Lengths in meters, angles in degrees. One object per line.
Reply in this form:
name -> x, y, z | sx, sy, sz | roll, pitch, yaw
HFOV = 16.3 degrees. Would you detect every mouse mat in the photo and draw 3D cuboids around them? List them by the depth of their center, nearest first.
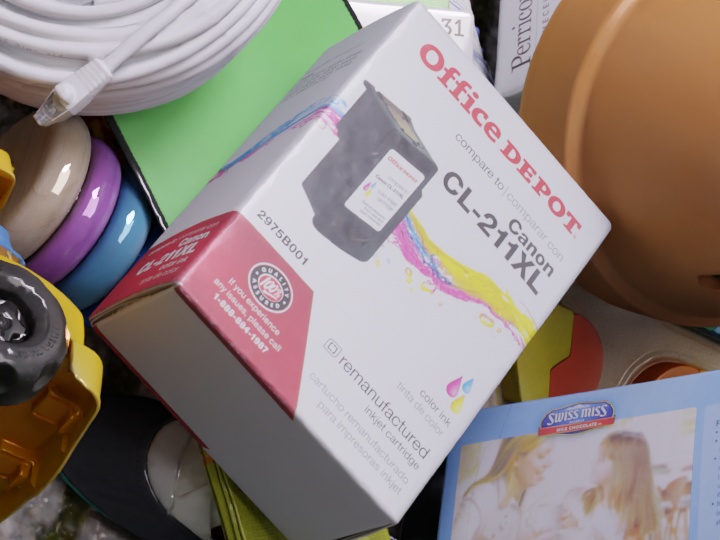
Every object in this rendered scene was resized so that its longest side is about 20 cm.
mouse mat -> -0.060, -0.098, 1.183 | 0.160, 0.008, 0.201 | -21, 79, -36

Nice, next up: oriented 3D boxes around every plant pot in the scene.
plant pot -> 0.194, -0.061, 1.181 | 0.199, 0.140, 0.201 | -8, 106, -27

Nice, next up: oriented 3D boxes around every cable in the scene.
cable -> -0.117, -0.168, 1.120 | 0.199, 0.069, 0.201 | -27, 75, -9

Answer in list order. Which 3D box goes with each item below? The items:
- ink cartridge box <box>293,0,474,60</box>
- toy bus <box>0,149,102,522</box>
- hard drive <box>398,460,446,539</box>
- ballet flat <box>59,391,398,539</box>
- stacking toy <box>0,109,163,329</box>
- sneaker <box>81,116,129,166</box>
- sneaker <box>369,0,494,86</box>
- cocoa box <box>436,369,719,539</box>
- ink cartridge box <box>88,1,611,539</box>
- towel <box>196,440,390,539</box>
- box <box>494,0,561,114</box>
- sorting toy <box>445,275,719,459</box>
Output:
ink cartridge box -> -0.016, -0.130, 1.256 | 0.145, 0.048, 0.201 | 4, 84, -14
toy bus -> -0.206, -0.011, 1.054 | 0.199, 0.136, 0.193 | 26, 42, -20
hard drive -> 0.084, 0.140, 1.286 | 0.139, 0.033, 0.201 | 30, 54, -27
ballet flat -> -0.050, 0.110, 1.165 | 0.200, 0.073, 0.073 | 35, 52, -22
stacking toy -> -0.091, 0.008, 1.178 | 0.200, 0.085, 0.086 | 36, 51, -30
sneaker -> -0.112, -0.145, 1.232 | 0.077, 0.073, 0.201 | 10, 68, -50
sneaker -> 0.047, -0.108, 1.342 | 0.200, 0.075, 0.088 | 49, 47, -12
cocoa box -> 0.148, 0.135, 1.162 | 0.131, 0.199, 0.134 | 41, 47, -45
ink cartridge box -> 0.000, 0.000, 1.117 | 0.146, 0.083, 0.200 | 47, 56, -13
towel -> -0.025, 0.103, 1.131 | 0.086, 0.018, 0.201 | -12, 83, -36
box -> 0.182, -0.127, 1.377 | 0.200, 0.130, 0.200 | 42, 37, -35
sorting toy -> 0.135, 0.025, 1.268 | 0.184, 0.036, 0.201 | 24, 88, -31
